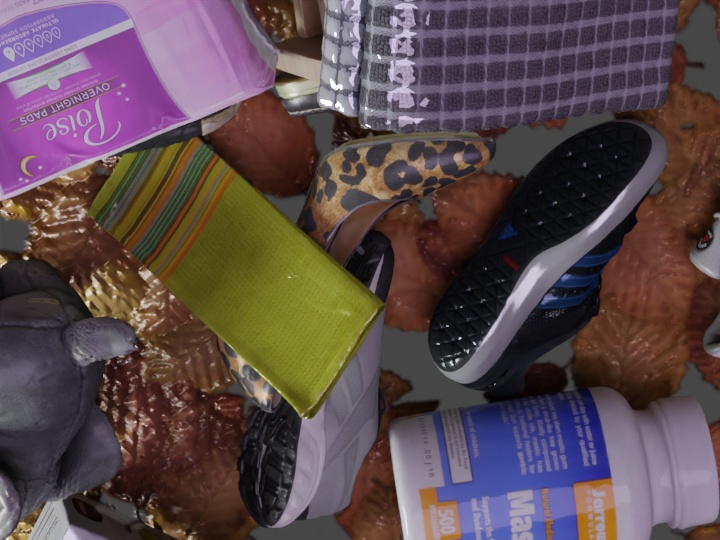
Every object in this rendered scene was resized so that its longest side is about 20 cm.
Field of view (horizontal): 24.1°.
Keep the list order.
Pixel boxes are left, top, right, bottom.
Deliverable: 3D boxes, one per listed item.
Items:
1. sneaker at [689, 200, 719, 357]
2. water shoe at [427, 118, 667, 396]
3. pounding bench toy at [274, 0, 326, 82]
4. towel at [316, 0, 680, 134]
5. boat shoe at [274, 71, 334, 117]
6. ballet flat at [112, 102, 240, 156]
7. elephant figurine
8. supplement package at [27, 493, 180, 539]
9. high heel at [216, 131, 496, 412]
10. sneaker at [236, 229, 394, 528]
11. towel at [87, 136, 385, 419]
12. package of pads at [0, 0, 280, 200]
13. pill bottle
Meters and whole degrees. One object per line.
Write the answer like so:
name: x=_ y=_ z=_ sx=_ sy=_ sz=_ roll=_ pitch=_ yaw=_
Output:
sneaker: x=0.250 y=-0.028 z=1.037 sx=0.088 sy=0.074 sz=0.201 roll=-3 pitch=113 yaw=-5
water shoe: x=0.123 y=-0.008 z=1.051 sx=0.200 sy=0.072 sz=0.079 roll=-48 pitch=136 yaw=14
pounding bench toy: x=0.054 y=-0.201 z=0.917 sx=0.199 sy=0.124 sz=0.157 roll=-21 pitch=116 yaw=-27
towel: x=0.081 y=-0.155 z=0.819 sx=0.199 sy=0.085 sz=0.167 roll=-9 pitch=111 yaw=-32
boat shoe: x=0.050 y=-0.108 z=0.988 sx=0.199 sy=0.073 sz=0.065 roll=-10 pitch=109 yaw=0
ballet flat: x=-0.167 y=-0.088 z=0.996 sx=0.199 sy=0.067 sz=0.057 roll=-9 pitch=146 yaw=5
elephant figurine: x=-0.216 y=0.103 z=1.030 sx=0.141 sy=0.155 sz=0.201 roll=-7 pitch=115 yaw=-17
supplement package: x=-0.138 y=0.257 z=1.087 sx=0.199 sy=0.111 sz=0.156 roll=27 pitch=89 yaw=-16
high heel: x=0.000 y=0.000 z=0.984 sx=0.199 sy=0.071 sz=0.143 roll=-13 pitch=82 yaw=28
sneaker: x=-0.017 y=0.067 z=1.068 sx=0.079 sy=0.074 sz=0.201 roll=4 pitch=110 yaw=-39
towel: x=-0.077 y=-0.008 z=0.982 sx=0.200 sy=0.018 sz=0.086 roll=41 pitch=111 yaw=25
package of pads: x=-0.153 y=-0.120 z=0.902 sx=0.199 sy=0.076 sz=0.121 roll=-21 pitch=118 yaw=8
pill bottle: x=0.122 y=0.135 z=1.077 sx=0.199 sy=0.112 sz=0.113 roll=-9 pitch=114 yaw=0
